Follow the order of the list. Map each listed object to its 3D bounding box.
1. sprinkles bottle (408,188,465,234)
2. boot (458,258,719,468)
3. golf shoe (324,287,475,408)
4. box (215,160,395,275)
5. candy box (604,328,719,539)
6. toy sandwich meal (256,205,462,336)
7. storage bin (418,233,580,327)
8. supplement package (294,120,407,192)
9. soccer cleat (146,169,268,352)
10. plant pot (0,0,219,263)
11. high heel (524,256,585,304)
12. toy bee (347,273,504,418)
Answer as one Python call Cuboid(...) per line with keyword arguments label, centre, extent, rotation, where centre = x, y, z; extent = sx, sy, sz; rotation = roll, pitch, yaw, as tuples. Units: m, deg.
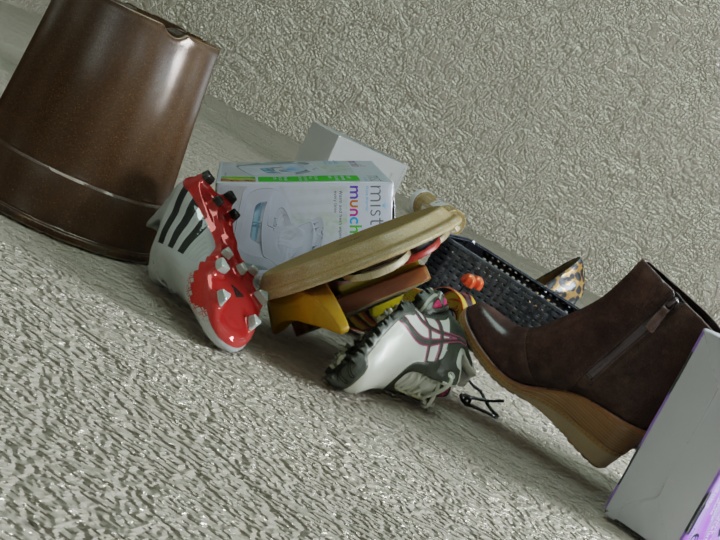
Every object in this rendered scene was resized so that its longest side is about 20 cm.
Cuboid(label="sprinkles bottle", centre=(0.188, -0.144, 2.940), extent=(0.068, 0.069, 0.200), rotation=(21, 9, -28))
Cuboid(label="boot", centre=(0.198, 0.052, 1.038), extent=(0.200, 0.167, 0.072), rotation=(43, 23, 20))
Cuboid(label="golf shoe", centre=(0.043, 0.073, 0.992), extent=(0.088, 0.077, 0.200), rotation=(53, 27, 8))
Cuboid(label="box", centre=(-0.061, -0.056, 1.232), extent=(0.175, 0.098, 0.200), rotation=(-1, 11, -5))
Cuboid(label="candy box", centre=(0.309, 0.149, 0.991), extent=(0.071, 0.169, 0.199), rotation=(33, 11, 37))
Cuboid(label="toy sandwich meal", centre=(0.001, 0.008, 0.995), extent=(0.205, 0.203, 0.071), rotation=(-59, 129, -82))
Cuboid(label="storage bin", centre=(0.174, 0.046, 1.470), extent=(0.199, 0.094, 0.135), rotation=(35, 10, 20))
Cuboid(label="supplement package", centre=(-0.024, -0.216, 2.528), extent=(0.199, 0.122, 0.120), rotation=(19, 10, -38))
Cuboid(label="soccer cleat", centre=(-0.131, 0.002, 0.958), extent=(0.069, 0.085, 0.201), rotation=(41, 20, -40))
Cuboid(label="plant pot", centre=(-0.230, -0.138, 1.058), extent=(0.199, 0.200, 0.200), rotation=(26, 8, -4))
Cuboid(label="high heel", centre=(0.215, 0.019, 1.651), extent=(0.199, 0.144, 0.071), rotation=(22, 8, -25))
Cuboid(label="toy bee", centre=(0.072, 0.044, 1.158), extent=(0.199, 0.109, 0.131), rotation=(27, 6, 9))
